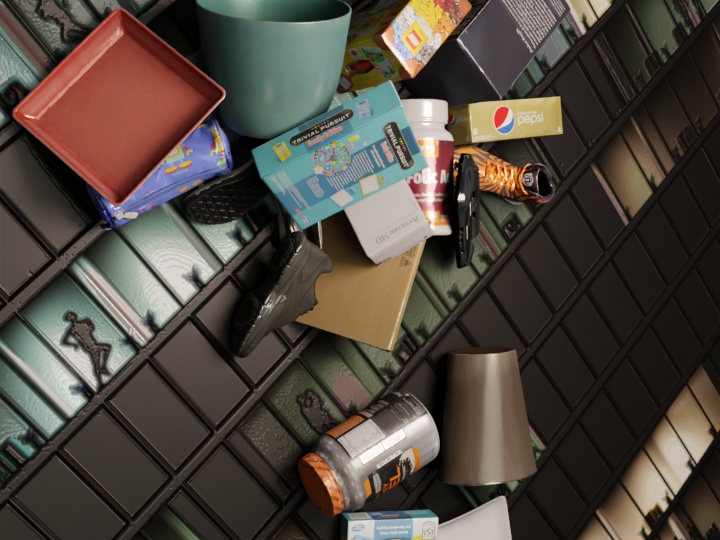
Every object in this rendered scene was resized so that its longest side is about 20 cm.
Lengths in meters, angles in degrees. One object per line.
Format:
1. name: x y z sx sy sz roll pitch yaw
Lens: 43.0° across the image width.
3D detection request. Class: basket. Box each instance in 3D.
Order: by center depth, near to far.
1. basket: 0.203 0.230 1.489 0.178 0.135 0.203 -3 91 -32

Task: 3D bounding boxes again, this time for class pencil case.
1. pencil case: -0.260 -0.125 1.192 0.198 0.087 0.078 -25 147 -10

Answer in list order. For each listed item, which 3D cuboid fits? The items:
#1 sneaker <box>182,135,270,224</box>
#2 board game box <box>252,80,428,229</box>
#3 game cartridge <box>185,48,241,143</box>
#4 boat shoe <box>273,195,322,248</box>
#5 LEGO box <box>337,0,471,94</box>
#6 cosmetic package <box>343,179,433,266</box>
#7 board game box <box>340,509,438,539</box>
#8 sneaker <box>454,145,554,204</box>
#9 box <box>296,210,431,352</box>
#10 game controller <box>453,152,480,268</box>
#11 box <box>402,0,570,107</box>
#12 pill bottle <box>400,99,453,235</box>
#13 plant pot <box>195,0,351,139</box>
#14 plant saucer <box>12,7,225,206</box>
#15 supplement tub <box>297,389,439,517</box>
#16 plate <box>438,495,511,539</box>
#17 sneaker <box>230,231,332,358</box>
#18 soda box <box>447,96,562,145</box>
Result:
1. sneaker: -0.162 -0.140 1.282 0.199 0.083 0.072 -31 138 2
2. board game box: -0.023 -0.147 1.208 0.198 0.047 0.151 -26 151 5
3. game cartridge: -0.200 -0.244 1.276 0.199 0.038 0.131 -37 107 -24
4. boat shoe: -0.092 -0.115 1.328 0.070 0.063 0.203 -20 103 -28
5. LEGO box: 0.041 -0.342 1.317 0.077 0.199 0.149 47 70 -24
6. cosmetic package: 0.015 -0.120 1.318 0.101 0.074 0.202 -30 72 6
7. board game box: 0.041 0.483 1.433 0.149 0.047 0.203 2 91 -16
8. sneaker: 0.238 -0.159 1.494 0.198 0.112 0.079 11 87 -31
9. box: 0.000 0.000 1.349 0.021 0.162 0.203 33 74 -70
10. game controller: 0.161 -0.089 1.424 0.201 0.042 0.105 76 30 -57
11. box: 0.175 -0.359 1.397 0.123 0.199 0.199 47 71 -24
12. pill bottle: 0.088 -0.156 1.404 0.113 0.114 0.203 -4 95 -30
13. plant pot: -0.114 -0.268 1.199 0.198 0.200 0.163 -13 122 -29
14. plant saucer: -0.301 -0.203 1.155 0.199 0.037 0.200 39 78 14
15. supplement tub: 0.011 0.277 1.379 0.199 0.122 0.124 -27 106 -26
16. plate: 0.175 0.502 1.542 0.198 0.032 0.203 -16 100 -30
17. sneaker: -0.111 0.047 1.298 0.090 0.076 0.201 30 102 -32
18. soda box: 0.241 -0.248 1.517 0.198 0.067 0.065 -11 97 -30
